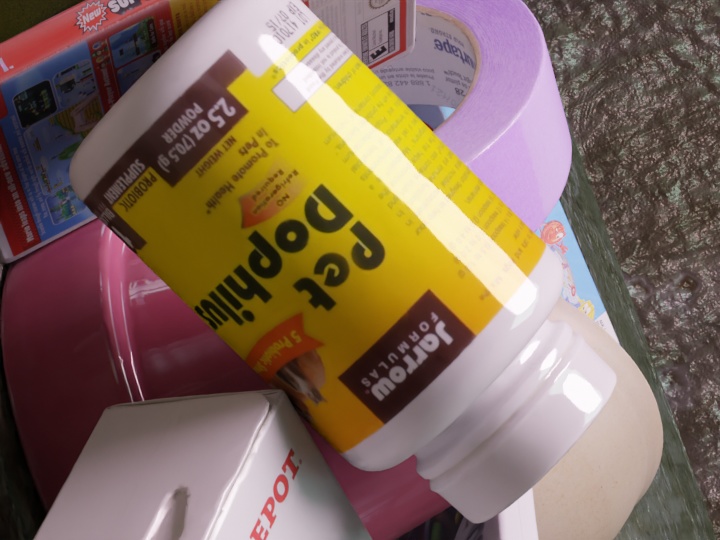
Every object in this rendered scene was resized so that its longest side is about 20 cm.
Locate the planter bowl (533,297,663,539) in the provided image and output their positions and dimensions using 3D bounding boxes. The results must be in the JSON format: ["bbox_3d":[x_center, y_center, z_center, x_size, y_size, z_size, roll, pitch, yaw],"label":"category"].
[{"bbox_3d":[0.048,0.113,1.242,0.200,0.200,0.135,62,40,-30],"label":"planter bowl"}]

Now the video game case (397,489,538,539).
[{"bbox_3d":[0.021,0.145,1.073,0.023,0.200,0.182,23,29,-14],"label":"video game case"}]

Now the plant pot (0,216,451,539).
[{"bbox_3d":[-0.029,0.048,0.983,0.200,0.179,0.200,-21,90,-77],"label":"plant pot"}]

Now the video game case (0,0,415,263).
[{"bbox_3d":[-0.067,-0.082,0.912,0.017,0.200,0.143,57,-12,20],"label":"video game case"}]

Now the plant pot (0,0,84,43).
[{"bbox_3d":[-0.125,-0.191,0.996,0.193,0.200,0.200,54,16,-12],"label":"plant pot"}]

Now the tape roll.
[{"bbox_3d":[-0.001,-0.065,1.128,0.200,0.200,0.066,-95,169,-52],"label":"tape roll"}]

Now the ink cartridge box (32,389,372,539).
[{"bbox_3d":[-0.045,0.163,0.848,0.200,0.084,0.145,61,38,-34],"label":"ink cartridge box"}]

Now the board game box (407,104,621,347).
[{"bbox_3d":[0.027,-0.022,1.323,0.056,0.196,0.200,-38,112,-37],"label":"board game box"}]

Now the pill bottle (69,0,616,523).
[{"bbox_3d":[-0.003,-0.003,0.844,0.200,0.109,0.109,44,15,-4],"label":"pill bottle"}]
